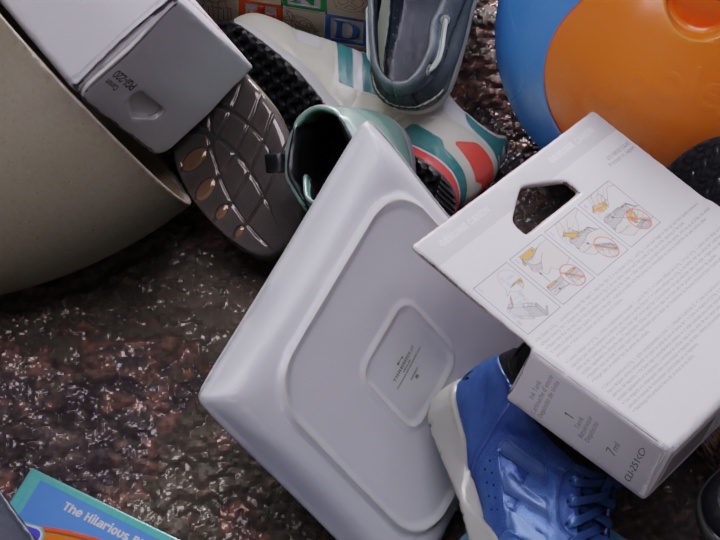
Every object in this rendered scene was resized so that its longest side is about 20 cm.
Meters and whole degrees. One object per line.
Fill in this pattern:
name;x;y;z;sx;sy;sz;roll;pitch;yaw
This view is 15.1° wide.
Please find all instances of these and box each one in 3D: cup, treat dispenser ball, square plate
cup;-0.219;-0.066;1.621;0.143;0.200;0.200;-43;65;2
treat dispenser ball;0.181;-0.145;1.657;0.200;0.201;0.202;1;57;-1
square plate;0.020;0.052;1.538;0.028;0.198;0.200;1;52;48

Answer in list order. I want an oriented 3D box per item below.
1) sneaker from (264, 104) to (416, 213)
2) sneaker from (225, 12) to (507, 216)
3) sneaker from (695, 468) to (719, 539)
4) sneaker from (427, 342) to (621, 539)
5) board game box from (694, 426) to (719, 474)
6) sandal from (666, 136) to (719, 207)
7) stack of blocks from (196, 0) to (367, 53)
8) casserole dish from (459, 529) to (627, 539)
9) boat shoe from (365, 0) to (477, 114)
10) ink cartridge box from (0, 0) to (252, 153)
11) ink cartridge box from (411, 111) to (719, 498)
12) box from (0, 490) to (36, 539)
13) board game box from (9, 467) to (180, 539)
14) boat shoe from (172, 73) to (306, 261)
sneaker;0.000;0.000;1.585;0.073;0.118;0.201;-17;78;20
sneaker;0.005;-0.104;1.716;0.200;0.071;0.093;36;47;21
sneaker;0.276;0.094;1.444;0.199;0.114;0.076;-10;56;-5
sneaker;0.118;0.127;1.477;0.077;0.111;0.201;14;48;-49
board game box;0.292;0.085;1.573;0.159;0.097;0.200;-28;62;-18
sandal;0.188;-0.011;1.608;0.045;0.200;0.075;6;49;-48
stack of blocks;-0.087;-0.197;1.736;0.199;0.115;0.059;9;57;5
casserole dish;0.134;0.214;1.522;0.200;0.039;0.121;32;62;17
boat shoe;0.043;-0.196;1.642;0.073;0.062;0.201;10;88;15
ink cartridge box;-0.171;-0.179;1.614;0.085;0.146;0.200;-41;70;4
ink cartridge box;0.140;0.014;1.485;0.176;0.045;0.200;37;42;15
box;-0.195;0.214;1.368;0.124;0.197;0.200;-32;64;-18
board game box;-0.167;0.226;1.503;0.152;0.045;0.200;23;60;13
boat shoe;-0.083;-0.093;1.684;0.074;0.073;0.200;-32;71;10
